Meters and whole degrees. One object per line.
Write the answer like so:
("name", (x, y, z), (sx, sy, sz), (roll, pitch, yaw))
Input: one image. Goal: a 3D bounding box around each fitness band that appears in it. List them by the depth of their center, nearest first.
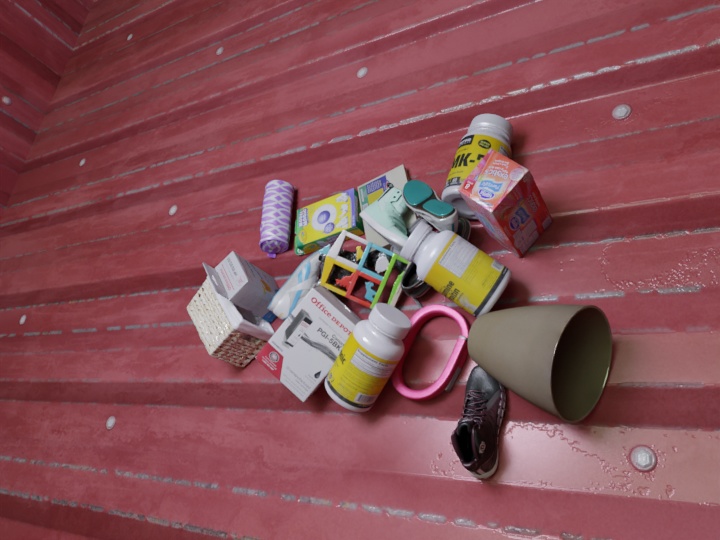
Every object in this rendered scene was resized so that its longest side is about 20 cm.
("fitness band", (0.137, 0.162, 1.123), (0.143, 0.037, 0.201), (21, 78, 39))

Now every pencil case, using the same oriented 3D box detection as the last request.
("pencil case", (-0.222, -0.143, 1.489), (0.085, 0.083, 0.202), (136, 143, -54))

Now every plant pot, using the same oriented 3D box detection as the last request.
("plant pot", (0.288, 0.135, 0.962), (0.199, 0.187, 0.188), (11, 72, 49))

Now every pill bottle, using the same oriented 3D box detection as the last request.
("pill bottle", (0.179, -0.006, 1.083), (0.199, 0.112, 0.112), (34, 87, 10))
("pill bottle", (0.019, 0.169, 1.113), (0.111, 0.111, 0.201), (45, 114, 40))
("pill bottle", (0.252, -0.220, 1.193), (0.114, 0.114, 0.201), (7, 67, 35))

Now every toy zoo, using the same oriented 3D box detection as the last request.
("toy zoo", (0.000, 0.000, 1.220), (0.199, 0.020, 0.132), (24, 95, 7))

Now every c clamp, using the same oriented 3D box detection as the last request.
("c clamp", (0.151, -0.035, 1.219), (0.200, 0.027, 0.171), (-48, 60, 7))

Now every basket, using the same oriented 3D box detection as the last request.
("basket", (-0.321, 0.123, 1.382), (0.123, 0.135, 0.200), (-47, 50, 6))

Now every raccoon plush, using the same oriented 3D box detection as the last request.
("raccoon plush", (-0.032, 0.024, 1.259), (0.199, 0.096, 0.135), (-10, 67, 42))

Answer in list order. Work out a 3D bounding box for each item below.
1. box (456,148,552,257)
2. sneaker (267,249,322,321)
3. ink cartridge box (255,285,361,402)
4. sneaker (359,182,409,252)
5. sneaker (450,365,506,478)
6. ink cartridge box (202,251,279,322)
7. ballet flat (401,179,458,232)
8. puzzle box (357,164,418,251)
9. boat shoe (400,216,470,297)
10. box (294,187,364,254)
("box", (0.277, -0.122, 1.071), (0.103, 0.200, 0.095), (-49, 52, 3))
("sneaker", (-0.134, 0.036, 1.346), (0.201, 0.081, 0.077), (-54, 4, -22))
("ink cartridge box", (-0.103, 0.153, 1.207), (0.147, 0.083, 0.200), (40, 97, 6))
("sneaker", (0.082, -0.121, 1.234), (0.118, 0.074, 0.200), (-46, 39, 3))
("sneaker", (0.203, 0.251, 0.983), (0.075, 0.115, 0.202), (-9, 62, 29))
("ink cartridge box", (-0.273, 0.034, 1.351), (0.068, 0.200, 0.115), (-42, 51, 7))
("ballet flat", (0.144, -0.127, 1.181), (0.069, 0.069, 0.200), (-46, 34, 5))
("puzzle box", (0.067, -0.144, 1.333), (0.132, 0.025, 0.201), (-23, 56, 22))
("boat shoe", (0.155, -0.030, 1.165), (0.067, 0.057, 0.201), (40, 95, 31))
("box", (-0.089, -0.119, 1.410), (0.199, 0.048, 0.118), (-19, 57, 26))
